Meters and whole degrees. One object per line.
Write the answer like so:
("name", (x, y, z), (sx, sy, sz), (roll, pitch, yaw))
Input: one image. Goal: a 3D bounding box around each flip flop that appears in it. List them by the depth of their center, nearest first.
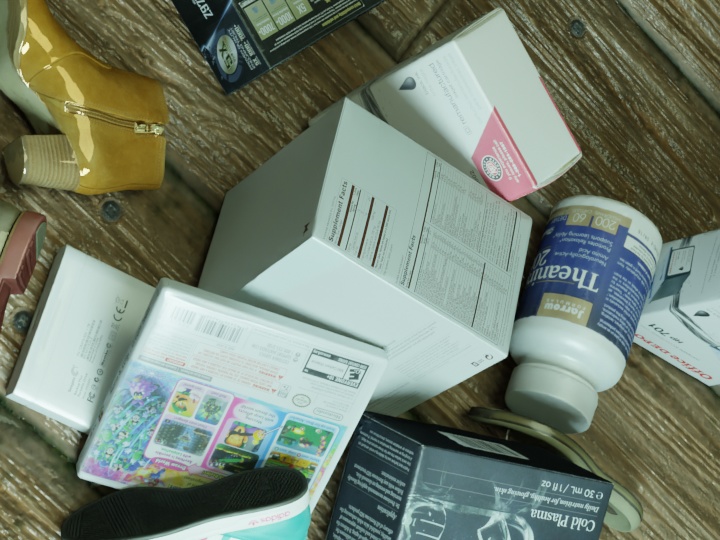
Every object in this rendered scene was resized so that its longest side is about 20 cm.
("flip flop", (0.175, 0.187, 1.761), (0.200, 0.081, 0.058), (41, 75, -24))

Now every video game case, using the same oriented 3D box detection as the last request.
("video game case", (-0.103, 0.114, 1.548), (0.198, 0.024, 0.183), (19, 112, -21))

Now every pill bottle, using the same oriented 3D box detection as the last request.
("pill bottle", (0.199, 0.042, 1.781), (0.110, 0.111, 0.201), (31, 64, -22))

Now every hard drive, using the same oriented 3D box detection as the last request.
("hard drive", (-0.178, 0.081, 1.587), (0.199, 0.027, 0.133), (27, 66, -24))

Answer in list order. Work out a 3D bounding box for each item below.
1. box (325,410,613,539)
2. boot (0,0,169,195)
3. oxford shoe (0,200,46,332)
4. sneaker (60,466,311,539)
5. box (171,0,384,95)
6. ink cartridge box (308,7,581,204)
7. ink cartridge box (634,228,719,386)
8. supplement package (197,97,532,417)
("box", (0.080, 0.240, 1.622), (0.198, 0.124, 0.199), (13, 94, -29))
("boot", (-0.230, -0.162, 1.595), (0.143, 0.071, 0.203), (-4, 84, -38))
("oxford shoe", (-0.314, 0.035, 1.503), (0.074, 0.071, 0.201), (22, 67, 3))
("sneaker", (-0.133, 0.232, 1.552), (0.198, 0.084, 0.122), (-9, 118, -3))
("box", (-0.069, -0.277, 1.703), (0.199, 0.086, 0.165), (-36, 98, -32))
("ink cartridge box", (0.070, -0.114, 1.677), (0.083, 0.199, 0.147), (-36, 98, -44))
("ink cartridge box", (0.351, 0.033, 1.824), (0.146, 0.199, 0.087), (28, 67, -23))
("supplement package", (0.000, 0.000, 1.605), (0.199, 0.191, 0.148), (31, 51, -23))
